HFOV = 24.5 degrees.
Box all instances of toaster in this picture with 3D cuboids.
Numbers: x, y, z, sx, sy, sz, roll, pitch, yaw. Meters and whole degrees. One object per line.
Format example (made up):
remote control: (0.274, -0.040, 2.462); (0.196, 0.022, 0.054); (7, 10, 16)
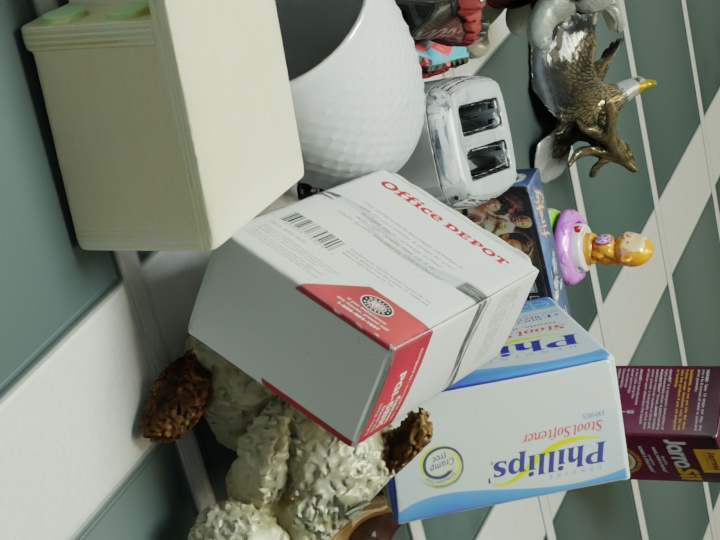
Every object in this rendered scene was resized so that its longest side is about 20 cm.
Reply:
toaster: (0.043, -0.097, 1.347); (0.200, 0.128, 0.115); (-20, 99, -64)

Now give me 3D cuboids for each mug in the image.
mug: (-0.032, -0.162, 1.216); (0.175, 0.147, 0.201); (52, 22, -54)

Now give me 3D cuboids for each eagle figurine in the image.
eagle figurine: (0.249, -0.198, 1.826); (0.152, 0.150, 0.201); (117, -35, -43)

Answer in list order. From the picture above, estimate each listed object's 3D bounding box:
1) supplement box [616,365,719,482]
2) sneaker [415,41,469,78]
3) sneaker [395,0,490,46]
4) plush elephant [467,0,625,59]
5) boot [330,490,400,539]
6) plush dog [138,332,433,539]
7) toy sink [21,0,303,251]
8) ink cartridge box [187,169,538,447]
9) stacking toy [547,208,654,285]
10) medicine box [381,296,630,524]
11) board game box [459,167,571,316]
supplement box: (0.303, 0.165, 1.787); (0.111, 0.198, 0.086); (55, 42, -48)
sneaker: (0.023, -0.207, 1.414); (0.200, 0.079, 0.096); (-22, 93, -68)
sneaker: (0.051, -0.213, 1.299); (0.200, 0.097, 0.071); (49, 26, -85)
plush elephant: (0.167, -0.267, 1.520); (0.200, 0.155, 0.165); (-43, 144, -5)
boot: (-0.023, 0.255, 1.292); (0.200, 0.072, 0.168); (-10, 107, -62)
plush dog: (-0.054, 0.096, 1.141); (0.172, 0.161, 0.200); (46, 33, 4)
toy sink: (-0.126, -0.129, 1.043); (0.130, 0.111, 0.202); (-46, 131, -56)
ink cartridge box: (0.006, 0.019, 1.113); (0.200, 0.146, 0.083); (-24, 141, -54)
stacking toy: (0.175, -0.018, 1.543); (0.116, 0.198, 0.111); (-53, 134, -51)
medicine box: (0.094, 0.105, 1.308); (0.200, 0.180, 0.104); (-126, -154, -76)
board game box: (0.113, 0.008, 1.490); (0.035, 0.134, 0.201); (-53, 133, -52)
